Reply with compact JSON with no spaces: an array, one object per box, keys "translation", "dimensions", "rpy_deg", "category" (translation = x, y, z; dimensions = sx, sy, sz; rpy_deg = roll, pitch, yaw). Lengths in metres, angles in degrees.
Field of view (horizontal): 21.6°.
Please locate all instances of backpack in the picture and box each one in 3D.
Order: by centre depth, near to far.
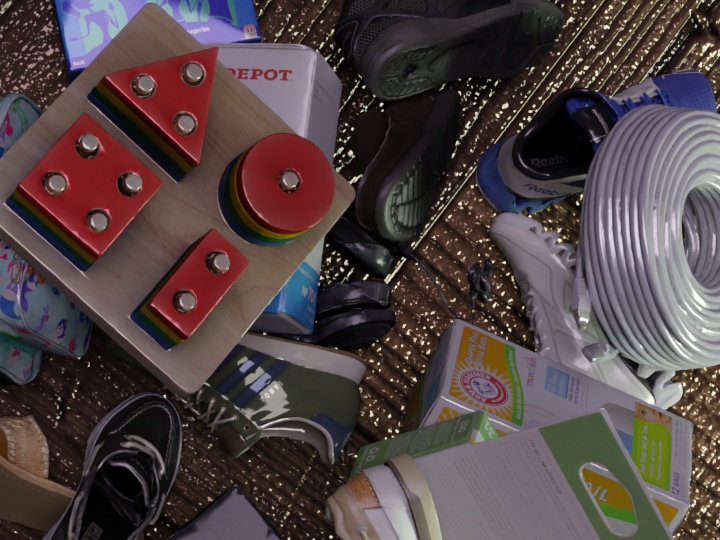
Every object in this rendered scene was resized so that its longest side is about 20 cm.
[{"translation":[-0.265,-0.028,1.339],"dimensions":[0.150,0.178,0.200],"rpy_deg":[-1,75,10],"category":"backpack"}]

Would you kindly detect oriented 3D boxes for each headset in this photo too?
[{"translation":[0.000,0.000,1.424],"dimensions":[0.200,0.094,0.124],"rpy_deg":[10,78,5],"category":"headset"}]

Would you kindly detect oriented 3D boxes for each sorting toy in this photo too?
[{"translation":[-0.122,-0.056,1.269],"dimensions":[0.200,0.070,0.199],"rpy_deg":[42,65,-8],"category":"sorting toy"}]

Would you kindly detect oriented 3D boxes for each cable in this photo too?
[{"translation":[0.237,-0.026,1.402],"dimensions":[0.200,0.069,0.200],"rpy_deg":[6,83,-48],"category":"cable"}]

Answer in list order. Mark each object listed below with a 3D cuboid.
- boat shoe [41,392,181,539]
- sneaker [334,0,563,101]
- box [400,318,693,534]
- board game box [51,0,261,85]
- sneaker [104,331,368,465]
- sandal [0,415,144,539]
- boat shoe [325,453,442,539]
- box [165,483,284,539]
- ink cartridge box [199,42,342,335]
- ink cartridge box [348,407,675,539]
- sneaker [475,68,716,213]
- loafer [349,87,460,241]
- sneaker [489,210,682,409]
[{"translation":[-0.166,0.153,1.339],"dimensions":[0.071,0.064,0.200],"rpy_deg":[36,40,-12],"category":"boat shoe"},{"translation":[0.062,-0.198,1.479],"dimensions":[0.199,0.076,0.114],"rpy_deg":[-16,49,-31],"category":"sneaker"},{"translation":[0.132,0.138,1.391],"dimensions":[0.200,0.113,0.101],"rpy_deg":[24,121,-3],"category":"box"},{"translation":[-0.173,-0.255,1.471],"dimensions":[0.152,0.045,0.200],"rpy_deg":[-12,80,-11],"category":"board game box"},{"translation":[-0.095,0.093,1.401],"dimensions":[0.200,0.067,0.090],"rpy_deg":[11,74,-13],"category":"sneaker"},{"translation":[-0.249,0.142,1.383],"dimensions":[0.212,0.078,0.070],"rpy_deg":[30,45,-9],"category":"sandal"},{"translation":[0.025,0.223,1.294],"dimensions":[0.068,0.075,0.200],"rpy_deg":[-19,110,-13],"category":"boat shoe"},{"translation":[-0.072,0.266,1.330],"dimensions":[0.124,0.149,0.200],"rpy_deg":[-40,88,-8],"category":"box"},{"translation":[-0.101,-0.060,1.400],"dimensions":[0.146,0.086,0.200],"rpy_deg":[3,76,17],"category":"ink cartridge box"},{"translation":[0.111,0.164,1.312],"dimensions":[0.200,0.048,0.146],"rpy_deg":[-20,114,25],"category":"ink cartridge box"},{"translation":[0.195,-0.102,1.463],"dimensions":[0.199,0.115,0.081],"rpy_deg":[-20,84,-12],"category":"sneaker"},{"translation":[0.024,-0.082,1.420],"dimensions":[0.071,0.200,0.073],"rpy_deg":[9,116,11],"category":"loafer"},{"translation":[0.160,0.041,1.456],"dimensions":[0.081,0.075,0.200],"rpy_deg":[-39,87,-5],"category":"sneaker"}]
